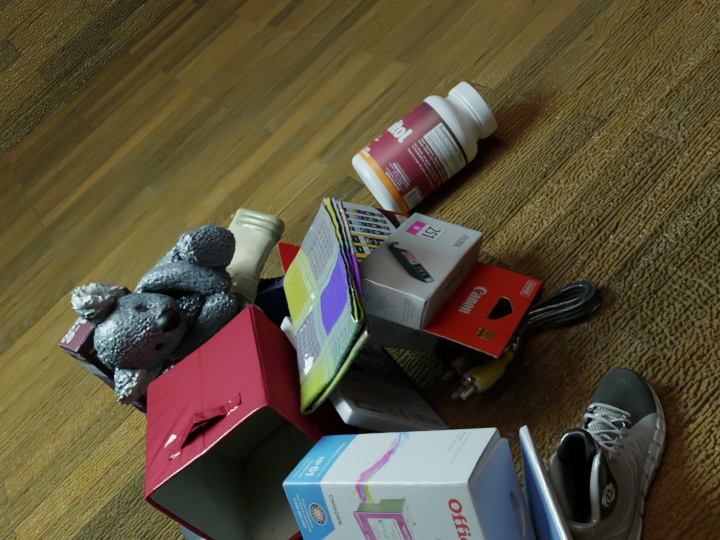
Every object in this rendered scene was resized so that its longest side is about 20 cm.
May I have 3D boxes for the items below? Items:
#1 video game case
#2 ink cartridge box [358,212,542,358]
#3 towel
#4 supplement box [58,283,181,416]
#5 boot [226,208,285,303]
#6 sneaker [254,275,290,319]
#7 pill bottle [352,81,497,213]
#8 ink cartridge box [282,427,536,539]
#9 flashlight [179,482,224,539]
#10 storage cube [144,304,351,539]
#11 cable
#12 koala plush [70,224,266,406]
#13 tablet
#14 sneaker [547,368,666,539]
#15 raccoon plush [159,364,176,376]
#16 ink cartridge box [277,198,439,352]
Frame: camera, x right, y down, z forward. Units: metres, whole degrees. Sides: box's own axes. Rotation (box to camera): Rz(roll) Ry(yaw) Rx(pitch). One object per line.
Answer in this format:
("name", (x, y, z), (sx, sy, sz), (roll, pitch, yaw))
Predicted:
("video game case", (0.003, 0.122, 0.905), (0.018, 0.142, 0.200), (-62, 34, 13))
("ink cartridge box", (0.101, 0.008, 0.887), (0.172, 0.044, 0.200), (17, 29, 19))
("towel", (-0.042, 0.034, 0.848), (0.144, 0.023, 0.201), (-57, 31, 35))
("supplement box", (-0.308, 0.123, 1.121), (0.060, 0.200, 0.109), (5, 54, 44))
("boot", (-0.206, -0.011, 1.173), (0.198, 0.073, 0.157), (-5, 54, 43))
("sneaker", (-0.149, 0.037, 1.185), (0.198, 0.070, 0.079), (-24, 44, 21))
("pill bottle", (0.095, -0.178, 1.162), (0.199, 0.113, 0.113), (-38, 36, 0))
("ink cartridge box", (0.047, 0.230, 0.729), (0.198, 0.146, 0.085), (-11, 16, 33))
("flashlight", (-0.177, 0.339, 0.895), (0.067, 0.068, 0.201), (5, 43, -12))
("storage cube", (-0.122, 0.182, 0.899), (0.170, 0.200, 0.180), (-38, 32, 10))
("cable", (0.176, 0.074, 0.903), (0.198, 0.051, 0.097), (-29, 18, -6))
("koala plush", (-0.252, 0.065, 1.004), (0.182, 0.179, 0.200), (-12, 16, 41))
("tablet", (0.165, 0.240, 0.646), (0.013, 0.131, 0.201), (-13, 39, 0))
("sneaker", (0.215, 0.151, 0.704), (0.074, 0.116, 0.202), (-8, 46, 35))
("raccoon plush", (-0.191, 0.197, 1.072), (0.132, 0.097, 0.203), (-10, 73, 15))
("ink cartridge box", (0.000, 0.000, 0.995), (0.201, 0.173, 0.085), (-113, 38, -52))
